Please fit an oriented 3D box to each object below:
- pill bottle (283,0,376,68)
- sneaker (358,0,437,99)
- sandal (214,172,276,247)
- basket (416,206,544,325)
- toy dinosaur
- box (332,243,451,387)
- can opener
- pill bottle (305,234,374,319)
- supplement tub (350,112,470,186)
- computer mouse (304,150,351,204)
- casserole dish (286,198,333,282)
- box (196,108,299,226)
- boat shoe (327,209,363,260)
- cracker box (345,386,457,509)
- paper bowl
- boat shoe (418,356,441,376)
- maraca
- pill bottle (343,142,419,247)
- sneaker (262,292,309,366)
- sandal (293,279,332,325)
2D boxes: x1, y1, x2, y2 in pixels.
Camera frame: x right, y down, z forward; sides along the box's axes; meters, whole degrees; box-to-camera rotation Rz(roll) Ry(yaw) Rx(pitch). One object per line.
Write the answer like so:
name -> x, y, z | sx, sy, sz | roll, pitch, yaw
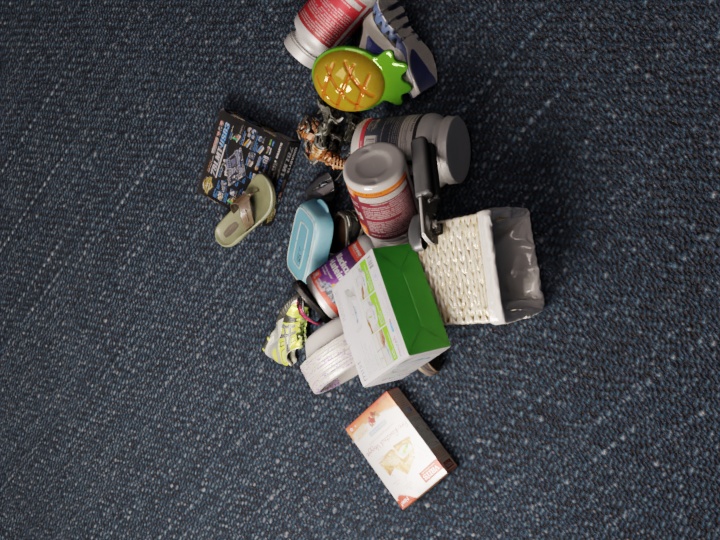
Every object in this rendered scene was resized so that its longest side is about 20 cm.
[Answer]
pill bottle -> -0.059, -0.505, 1.658 | 0.200, 0.112, 0.112 | -44, 73, 24
sneaker -> 0.062, -0.423, 1.623 | 0.115, 0.080, 0.200 | -23, 97, 52
sandal -> -0.250, -0.121, 1.770 | 0.080, 0.057, 0.201 | 50, 116, 16
basket -> 0.214, -0.003, 1.494 | 0.160, 0.198, 0.201 | -10, 89, 33
toy dinosaur -> -0.061, -0.265, 1.685 | 0.200, 0.102, 0.136 | 41, 115, 23
box -> 0.047, 0.082, 1.472 | 0.176, 0.096, 0.201 | -46, 58, 53
can opener -> 0.102, -0.131, 1.436 | 0.067, 0.053, 0.201 | -19, 63, 31
pill bottle -> 0.000, 0.000, 1.643 | 0.200, 0.111, 0.112 | -37, 75, 7
supplement tub -> 0.095, -0.224, 1.575 | 0.199, 0.140, 0.141 | 2, 94, 29
computer mouse -> -0.055, -0.190, 1.696 | 0.200, 0.034, 0.059 | -40, 58, 38
casserole dish -> -0.109, -0.053, 1.714 | 0.121, 0.039, 0.201 | 49, 135, 45
box -> -0.250, -0.225, 1.819 | 0.198, 0.050, 0.201 | 28, 107, 25
boat shoe -> -0.056, -0.032, 1.715 | 0.072, 0.068, 0.201 | 29, 108, 24
cracker box -> 0.080, 0.355, 1.668 | 0.134, 0.058, 0.200 | -46, 73, 24
paper bowl -> -0.028, 0.150, 1.632 | 0.200, 0.200, 0.105 | -36, 77, 26
boat shoe -> 0.116, 0.107, 1.623 | 0.073, 0.074, 0.201 | -26, 82, 28
maraca -> 0.000, -0.366, 1.586 | 0.199, 0.107, 0.138 | 3, 136, 21
pill bottle -> 0.045, -0.125, 1.510 | 0.113, 0.200, 0.115 | -9, 51, 11
sneaker -> -0.138, 0.119, 1.766 | 0.076, 0.075, 0.201 | 35, 127, 13
sandal -> -0.098, 0.081, 1.672 | 0.045, 0.200, 0.075 | -31, 63, 0
